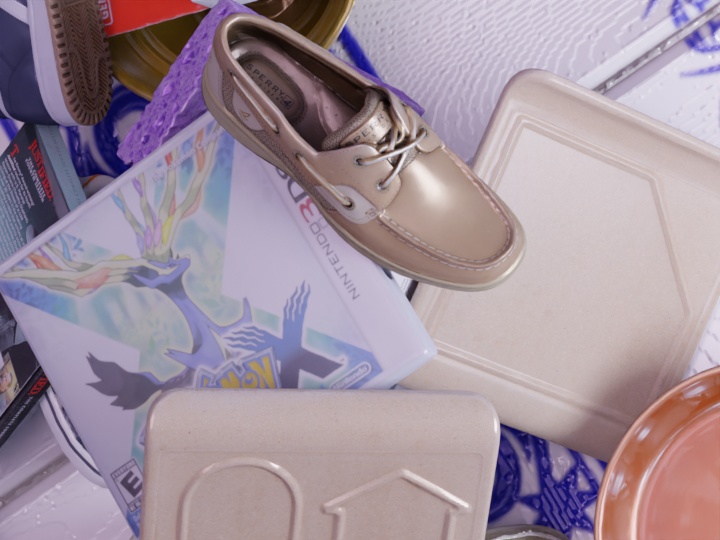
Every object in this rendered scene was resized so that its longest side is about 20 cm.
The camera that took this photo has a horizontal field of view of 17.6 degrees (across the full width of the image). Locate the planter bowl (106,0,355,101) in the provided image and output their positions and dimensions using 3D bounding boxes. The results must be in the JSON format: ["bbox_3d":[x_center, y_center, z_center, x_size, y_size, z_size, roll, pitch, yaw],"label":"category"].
[{"bbox_3d":[-0.077,-0.194,1.455,0.200,0.083,0.201,-1,88,20],"label":"planter bowl"}]

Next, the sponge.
[{"bbox_3d":[-0.048,-0.082,1.380,0.030,0.200,0.112,41,101,34],"label":"sponge"}]

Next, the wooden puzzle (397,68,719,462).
[{"bbox_3d":[0.125,0.000,1.354,0.185,0.037,0.200,21,100,-24],"label":"wooden puzzle"}]

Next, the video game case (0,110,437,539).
[{"bbox_3d":[-0.084,0.022,1.271,0.200,0.022,0.182,-35,76,16],"label":"video game case"}]

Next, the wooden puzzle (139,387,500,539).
[{"bbox_3d":[-0.028,0.149,1.253,0.185,0.046,0.200,1,117,-9],"label":"wooden puzzle"}]

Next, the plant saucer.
[{"bbox_3d":[0.232,0.150,1.314,0.200,0.032,0.201,-2,84,18],"label":"plant saucer"}]

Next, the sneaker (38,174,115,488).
[{"bbox_3d":[-0.165,0.035,1.472,0.079,0.078,0.200,-26,78,39],"label":"sneaker"}]

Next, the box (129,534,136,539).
[{"bbox_3d":[-0.117,0.264,1.438,0.128,0.109,0.200,36,100,17],"label":"box"}]

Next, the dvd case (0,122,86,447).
[{"bbox_3d":[-0.227,0.020,1.473,0.200,0.022,0.146,-50,51,34],"label":"dvd case"}]

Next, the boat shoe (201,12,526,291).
[{"bbox_3d":[0.001,-0.061,1.212,0.200,0.065,0.071,34,70,5],"label":"boat shoe"}]

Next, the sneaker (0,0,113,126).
[{"bbox_3d":[-0.218,-0.185,1.417,0.108,0.070,0.200,-1,101,30],"label":"sneaker"}]

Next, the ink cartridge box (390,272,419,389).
[{"bbox_3d":[0.000,0.000,1.360,0.084,0.200,0.145,26,97,21],"label":"ink cartridge box"}]

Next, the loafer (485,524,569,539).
[{"bbox_3d":[0.049,0.207,1.357,0.200,0.068,0.076,-21,100,-21],"label":"loafer"}]

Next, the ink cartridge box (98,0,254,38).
[{"bbox_3d":[-0.109,-0.255,1.402,0.173,0.044,0.200,-13,84,17],"label":"ink cartridge box"}]
